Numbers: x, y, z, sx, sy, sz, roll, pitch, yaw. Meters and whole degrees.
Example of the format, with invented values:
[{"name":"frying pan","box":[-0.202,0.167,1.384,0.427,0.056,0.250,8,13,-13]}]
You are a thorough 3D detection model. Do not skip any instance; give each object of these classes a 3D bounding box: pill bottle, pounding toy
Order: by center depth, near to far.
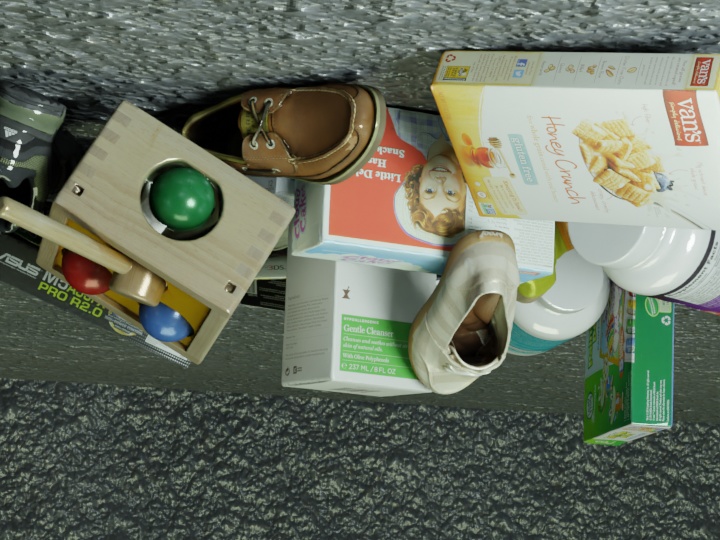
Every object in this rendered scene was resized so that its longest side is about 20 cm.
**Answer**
[{"name":"pounding toy","box":[-0.170,-0.023,1.473,0.184,0.142,0.200,32,158,-3]},{"name":"pill bottle","box":[0.266,-0.028,1.619,0.111,0.112,0.200,-6,166,44]},{"name":"pill bottle","box":[0.183,0.020,1.931,0.110,0.111,0.200,5,171,-8]}]

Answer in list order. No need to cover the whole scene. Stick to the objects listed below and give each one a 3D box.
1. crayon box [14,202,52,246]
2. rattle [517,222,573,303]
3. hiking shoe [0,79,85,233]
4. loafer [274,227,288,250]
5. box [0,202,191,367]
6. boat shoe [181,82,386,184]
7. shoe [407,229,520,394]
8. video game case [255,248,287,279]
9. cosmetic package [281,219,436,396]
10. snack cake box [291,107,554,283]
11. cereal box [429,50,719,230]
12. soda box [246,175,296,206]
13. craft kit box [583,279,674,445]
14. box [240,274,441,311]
[{"name":"crayon box","box":[-0.194,-0.025,1.679,0.200,0.052,0.126,29,-161,-2]},{"name":"rattle","box":[0.136,-0.059,1.731,0.130,0.143,0.200,41,173,-19]},{"name":"hiking shoe","box":[-0.271,-0.077,1.512,0.076,0.101,0.200,24,167,5]},{"name":"loafer","box":[-0.087,-0.045,1.765,0.070,0.070,0.200,13,168,-33]},{"name":"box","box":[-0.228,-0.004,1.722,0.199,0.044,0.160,26,-160,-12]},{"name":"boat shoe","box":[-0.061,-0.100,1.431,0.068,0.072,0.200,9,169,-35]},{"name":"shoe","box":[0.081,0.047,1.502,0.070,0.054,0.200,-5,146,-13]},{"name":"video game case","box":[-0.034,-0.014,1.871,0.181,0.023,0.200,-2,-173,-6]},{"name":"cosmetic package","box":[0.000,0.000,1.611,0.107,0.201,0.085,7,170,-33]},{"name":"snack cake box","box":[0.051,-0.059,1.505,0.199,0.115,0.067,8,169,-23]},{"name":"cereal box","box":[0.160,-0.088,1.319,0.199,0.040,0.144,4,143,25]},{"name":"soda box","box":[-0.105,-0.077,1.591,0.064,0.068,0.200,13,166,-41]},{"name":"craft kit box","box":[0.262,0.063,1.894,0.048,0.201,0.198,3,169,-3]},{"name":"box","box":[-0.014,0.019,1.831,0.110,0.035,0.200,-6,-172,-38]}]
